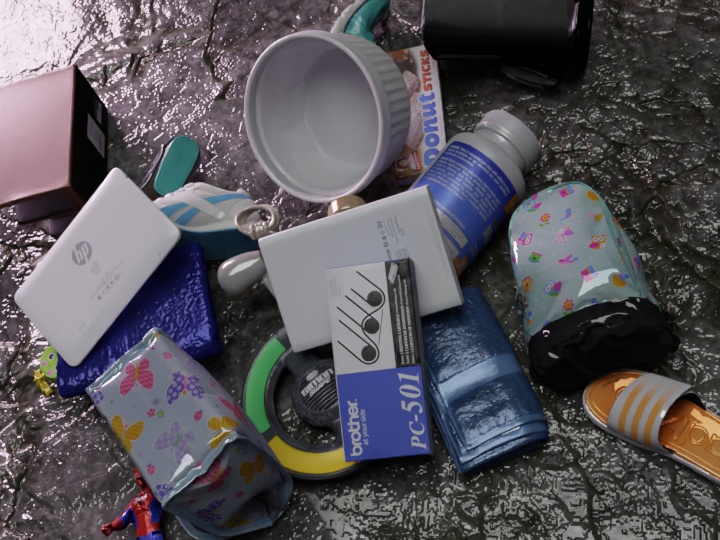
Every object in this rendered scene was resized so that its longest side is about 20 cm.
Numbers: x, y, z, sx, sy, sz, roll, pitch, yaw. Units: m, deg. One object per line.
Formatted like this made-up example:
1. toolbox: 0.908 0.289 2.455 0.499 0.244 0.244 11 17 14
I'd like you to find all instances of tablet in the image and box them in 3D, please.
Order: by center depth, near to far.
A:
1. tablet: -0.304 -0.005 1.267 0.130 0.014 0.201 42 94 24

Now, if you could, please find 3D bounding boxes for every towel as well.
1. towel: 0.120 0.115 1.201 0.110 0.049 0.202 -23 58 0
2. towel: -0.263 0.059 1.291 0.197 0.050 0.150 -16 65 5

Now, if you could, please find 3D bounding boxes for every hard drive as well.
1. hard drive: 0.000 0.000 1.207 0.197 0.026 0.134 -17 96 15

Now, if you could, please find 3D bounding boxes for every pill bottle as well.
1. pill bottle: 0.120 -0.086 1.278 0.112 0.112 0.200 33 74 28

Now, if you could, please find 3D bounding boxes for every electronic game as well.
1. electronic game: -0.039 0.136 1.230 0.197 0.042 0.203 -8 61 14

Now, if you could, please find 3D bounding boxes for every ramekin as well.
1. ramekin: -0.033 -0.191 1.334 0.198 0.203 0.105 21 26 25

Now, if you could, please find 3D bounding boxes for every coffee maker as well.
1. coffee maker: 0.178 -0.327 1.352 0.197 0.193 0.136 6 62 18

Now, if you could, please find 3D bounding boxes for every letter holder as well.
1. letter holder: -0.421 -0.149 1.464 0.140 0.101 0.202 -13 58 9

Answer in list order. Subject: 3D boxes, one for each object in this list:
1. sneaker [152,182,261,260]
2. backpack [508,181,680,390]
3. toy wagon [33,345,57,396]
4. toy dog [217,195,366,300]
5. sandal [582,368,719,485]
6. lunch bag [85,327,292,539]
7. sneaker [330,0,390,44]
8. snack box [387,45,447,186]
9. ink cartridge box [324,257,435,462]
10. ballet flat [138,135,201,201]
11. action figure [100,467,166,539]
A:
1. sneaker: -0.219 -0.061 1.346 0.197 0.077 0.081 0 50 -26
2. backpack: 0.236 0.008 1.183 0.165 0.127 0.202 -18 52 12
3. toy wagon: -0.315 0.076 1.342 0.199 0.040 0.155 -37 58 -8
4. toy dog: -0.057 -0.008 1.291 0.197 0.097 0.133 -4 47 19
5. sandal: 0.324 0.150 1.120 0.205 0.059 0.080 26 70 26
6. lunch bag: -0.168 0.183 1.148 0.127 0.200 0.170 -43 60 -2
7. sneaker: -0.007 -0.278 1.454 0.079 0.078 0.202 24 77 13
8. snack box: 0.071 -0.200 1.407 0.071 0.024 0.203 -9 59 10
9. ink cartridge box: 0.021 0.093 1.158 0.092 0.044 0.203 -7 85 9
10. ballet flat: -0.262 -0.081 1.403 0.072 0.073 0.202 13 60 21
11. action figure: -0.233 0.289 1.166 0.064 0.099 0.202 -22 55 11
